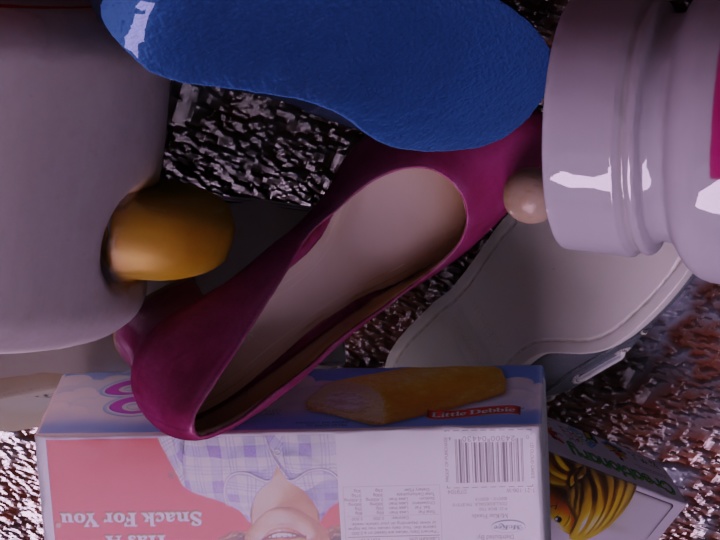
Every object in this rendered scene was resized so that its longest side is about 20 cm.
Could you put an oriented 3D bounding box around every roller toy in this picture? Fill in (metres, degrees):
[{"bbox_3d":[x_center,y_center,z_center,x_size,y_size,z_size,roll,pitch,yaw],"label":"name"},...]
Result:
[{"bbox_3d":[-0.165,-0.041,1.024,0.200,0.140,0.182,-2,-166,-39],"label":"roller toy"}]

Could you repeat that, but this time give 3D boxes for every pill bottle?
[{"bbox_3d":[0.172,-0.048,0.959,0.200,0.113,0.113,3,143,17],"label":"pill bottle"}]

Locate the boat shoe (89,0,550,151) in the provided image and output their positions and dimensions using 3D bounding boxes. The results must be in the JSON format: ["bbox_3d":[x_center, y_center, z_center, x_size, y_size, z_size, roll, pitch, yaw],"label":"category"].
[{"bbox_3d":[-0.012,-0.099,0.976,0.200,0.069,0.084,17,112,-43],"label":"boat shoe"}]

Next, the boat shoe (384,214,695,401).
[{"bbox_3d":[0.088,0.011,1.142,0.062,0.073,0.200,-13,160,-43],"label":"boat shoe"}]

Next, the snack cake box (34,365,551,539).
[{"bbox_3d":[-0.024,0.104,1.076,0.200,0.067,0.115,-1,110,5],"label":"snack cake box"}]

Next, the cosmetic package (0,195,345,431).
[{"bbox_3d":[-0.117,0.022,1.178,0.200,0.073,0.104,-12,170,36],"label":"cosmetic package"}]

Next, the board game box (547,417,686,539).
[{"bbox_3d":[0.035,0.149,1.172,0.126,0.035,0.200,22,113,-37],"label":"board game box"}]

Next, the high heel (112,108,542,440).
[{"bbox_3d":[0.000,0.000,1.036,0.200,0.096,0.067,-25,117,-11],"label":"high heel"}]

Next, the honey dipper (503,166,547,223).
[{"bbox_3d":[0.154,-0.030,1.036,0.200,0.038,0.038,1,143,9],"label":"honey dipper"}]
